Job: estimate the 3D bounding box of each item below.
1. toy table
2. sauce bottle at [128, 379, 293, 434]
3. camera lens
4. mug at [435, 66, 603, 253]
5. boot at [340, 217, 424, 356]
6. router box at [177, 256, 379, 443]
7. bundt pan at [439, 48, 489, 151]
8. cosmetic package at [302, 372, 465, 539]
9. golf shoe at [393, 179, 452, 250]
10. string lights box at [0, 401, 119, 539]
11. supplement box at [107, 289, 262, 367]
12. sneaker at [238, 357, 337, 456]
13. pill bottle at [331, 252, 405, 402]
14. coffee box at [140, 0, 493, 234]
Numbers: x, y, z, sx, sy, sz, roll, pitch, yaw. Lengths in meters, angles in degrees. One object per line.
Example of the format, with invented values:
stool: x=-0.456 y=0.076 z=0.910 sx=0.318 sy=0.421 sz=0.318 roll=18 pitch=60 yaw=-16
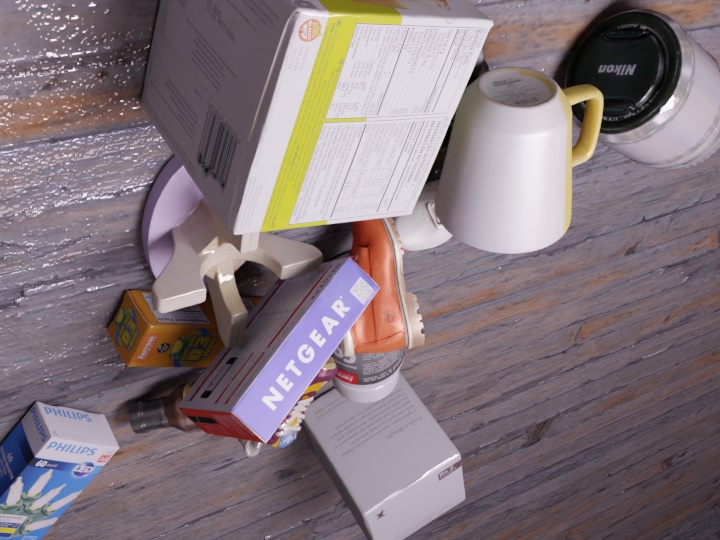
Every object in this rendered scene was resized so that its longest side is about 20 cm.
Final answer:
toy table: x=-0.144 y=-0.021 z=0.960 sx=0.183 sy=0.117 sz=0.201 roll=-24 pitch=142 yaw=-20
sauce bottle: x=-0.182 y=0.163 z=1.129 sx=0.198 sy=0.065 sz=0.065 roll=-13 pitch=145 yaw=7
camera lens: x=0.359 y=-0.218 z=1.150 sx=0.199 sy=0.160 sz=0.160 roll=14 pitch=121 yaw=-49
mug: x=0.162 y=-0.135 z=0.979 sx=0.187 sy=0.148 sz=0.154 roll=-56 pitch=154 yaw=-43
boot: x=0.000 y=0.000 z=1.076 sx=0.106 sy=0.202 sz=0.075 roll=-13 pitch=173 yaw=-6
router box: x=-0.091 y=0.083 z=0.980 sx=0.049 sy=0.179 sz=0.201 roll=44 pitch=68 yaw=-17
bundt pan: x=0.054 y=-0.187 z=0.984 sx=0.200 sy=0.076 sz=0.203 roll=-24 pitch=142 yaw=-20
cosmetic package: x=0.034 y=0.276 z=1.390 sx=0.164 sy=0.200 sz=0.166 roll=-29 pitch=145 yaw=-11
golf shoe: x=0.123 y=-0.087 z=1.108 sx=0.199 sy=0.076 sz=0.092 roll=-28 pitch=179 yaw=-4
string lights box: x=-0.390 y=0.250 z=1.098 sx=0.200 sy=0.059 sz=0.102 roll=-48 pitch=143 yaw=14
supplement box: x=-0.185 y=0.070 z=1.072 sx=0.199 sy=0.069 sz=0.067 roll=7 pitch=125 yaw=-44
sneaker: x=-0.092 y=0.177 z=1.201 sx=0.074 sy=0.091 sz=0.199 roll=0 pitch=157 yaw=-43
pill bottle: x=0.002 y=0.081 z=1.211 sx=0.113 sy=0.114 sz=0.201 roll=-25 pitch=143 yaw=-17
coffee box: x=-0.046 y=-0.176 z=0.794 sx=0.196 sy=0.200 sz=0.201 roll=-9 pitch=136 yaw=-36
